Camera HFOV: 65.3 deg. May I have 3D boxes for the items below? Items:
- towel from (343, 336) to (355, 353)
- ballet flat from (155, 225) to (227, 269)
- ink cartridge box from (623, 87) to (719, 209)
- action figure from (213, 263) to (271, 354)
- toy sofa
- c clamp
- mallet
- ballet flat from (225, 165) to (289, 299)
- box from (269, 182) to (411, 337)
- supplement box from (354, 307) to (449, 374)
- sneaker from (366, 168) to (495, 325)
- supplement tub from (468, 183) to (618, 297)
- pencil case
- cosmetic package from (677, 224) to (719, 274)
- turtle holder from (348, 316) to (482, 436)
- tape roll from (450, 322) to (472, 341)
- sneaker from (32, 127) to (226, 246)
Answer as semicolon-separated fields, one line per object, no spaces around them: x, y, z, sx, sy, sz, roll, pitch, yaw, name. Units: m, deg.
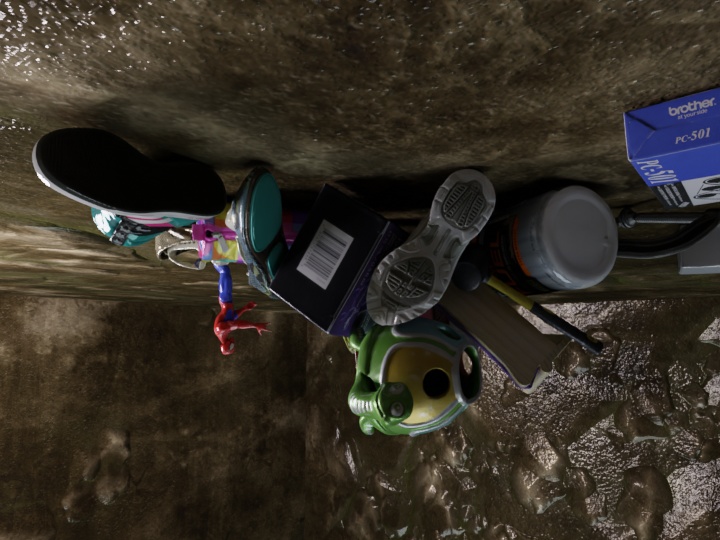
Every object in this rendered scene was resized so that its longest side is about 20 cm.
-0.034;0.037;0.943;0.018;0.202;0.087;-15;132;3;towel
-0.231;-0.040;0.843;0.196;0.077;0.068;-4;168;28;ballet flat
0.304;-0.101;0.497;0.093;0.045;0.198;-7;169;35;ink cartridge box
-0.201;0.038;0.948;0.097;0.205;0.065;2;173;-18;action figure
0.158;0.066;0.720;0.097;0.200;0.083;-40;160;-21;toy sofa
0.376;-0.054;0.708;0.169;0.027;0.199;-33;-163;-23;c clamp
0.199;0.033;0.674;0.197;0.042;0.066;30;-147;1;mallet
-0.125;-0.041;0.660;0.072;0.075;0.202;0;137;3;ballet flat
0.000;0.000;0.726;0.103;0.150;0.199;32;-175;26;box
0.072;0.056;0.945;0.130;0.205;0.197;-4;-177;16;supplement box
0.083;-0.019;0.651;0.078;0.201;0.099;40;-174;6;sneaker
0.222;-0.030;0.735;0.120;0.126;0.200;3;172;-19;supplement tub
-0.127;-0.047;0.758;0.196;0.091;0.088;0;173;-20;pencil case
0.610;-0.038;0.880;0.196;0.076;0.101;-2;173;27;cosmetic package
0.060;0.116;0.648;0.129;0.144;0.185;-7;155;31;turtle holder
0.197;0.069;1.187;0.197;0.205;0.066;5;171;-35;tape roll
-0.244;-0.077;0.559;0.119;0.086;0.199;-16;167;30;sneaker
